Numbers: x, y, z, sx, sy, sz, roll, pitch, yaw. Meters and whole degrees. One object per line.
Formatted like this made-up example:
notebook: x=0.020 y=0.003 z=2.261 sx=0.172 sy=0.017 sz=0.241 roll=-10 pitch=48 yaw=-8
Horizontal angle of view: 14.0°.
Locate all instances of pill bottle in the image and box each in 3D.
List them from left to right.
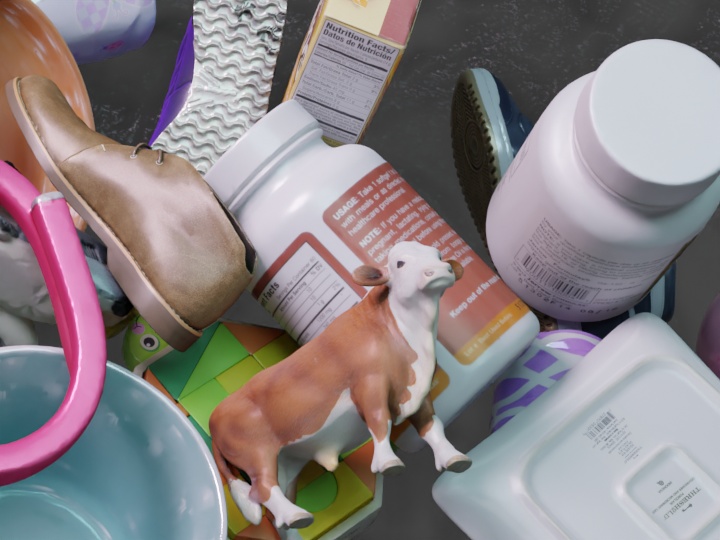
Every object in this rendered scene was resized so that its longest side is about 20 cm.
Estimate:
pill bottle: x=0.000 y=0.000 z=1.709 sx=0.200 sy=0.112 sz=0.112 roll=47 pitch=57 yaw=5
pill bottle: x=0.150 y=-0.054 z=1.705 sx=0.114 sy=0.200 sz=0.114 roll=4 pitch=69 yaw=-10

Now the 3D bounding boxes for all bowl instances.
bowl: x=-0.180 y=0.153 z=1.606 sx=0.201 sy=0.105 sz=0.201 roll=7 pitch=56 yaw=-11

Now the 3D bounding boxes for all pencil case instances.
pencil case: x=-0.226 y=-0.165 z=1.810 sx=0.200 sy=0.083 sz=0.091 roll=-13 pitch=76 yaw=-23
pencil case: x=0.117 y=0.133 z=1.724 sx=0.085 sy=0.084 sz=0.200 roll=37 pitch=47 yaw=-40

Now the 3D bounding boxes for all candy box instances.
candy box: x=-0.009 y=-0.128 z=1.780 sx=0.055 sy=0.200 sz=0.115 roll=20 pitch=54 yaw=-4

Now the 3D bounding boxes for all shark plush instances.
shark plush: x=-0.212 y=-0.028 z=1.690 sx=0.200 sy=0.091 sz=0.083 roll=36 pitch=40 yaw=-18

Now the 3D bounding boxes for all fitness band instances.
fitness band: x=-0.215 y=0.022 z=1.583 sx=0.144 sy=0.037 sz=0.200 roll=-10 pitch=70 yaw=-24

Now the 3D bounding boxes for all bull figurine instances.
bull figurine: x=-0.004 y=0.072 z=1.622 sx=0.065 sy=0.200 sz=0.121 roll=16 pitch=48 yaw=-43

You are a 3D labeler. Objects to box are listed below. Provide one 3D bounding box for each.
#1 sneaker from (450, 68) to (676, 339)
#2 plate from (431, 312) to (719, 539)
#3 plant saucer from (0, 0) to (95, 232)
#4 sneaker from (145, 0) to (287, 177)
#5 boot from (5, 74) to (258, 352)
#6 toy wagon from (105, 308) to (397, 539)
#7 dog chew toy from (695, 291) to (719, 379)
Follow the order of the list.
sneaker: x=0.132 y=-0.042 z=1.844 sx=0.108 sy=0.070 sz=0.200 roll=-12 pitch=69 yaw=-18
plate: x=0.174 y=0.134 z=1.669 sx=0.200 sy=0.032 sz=0.200 roll=44 pitch=58 yaw=13
plant saucer: x=-0.235 y=-0.075 z=1.720 sx=0.200 sy=0.037 sz=0.200 roll=10 pitch=77 yaw=-51
sneaker: x=-0.090 y=-0.094 z=1.811 sx=0.070 sy=0.100 sz=0.200 roll=18 pitch=85 yaw=-3
boot: x=-0.131 y=-0.049 z=1.691 sx=0.075 sy=0.074 sz=0.200 roll=-42 pitch=67 yaw=7
toy wagon: x=-0.079 y=0.087 z=1.718 sx=0.155 sy=0.040 sz=0.200 roll=-33 pitch=72 yaw=-31
dog chew toy: x=0.280 y=0.095 z=1.776 sx=0.124 sy=0.125 sz=0.200 roll=-8 pitch=69 yaw=-21
